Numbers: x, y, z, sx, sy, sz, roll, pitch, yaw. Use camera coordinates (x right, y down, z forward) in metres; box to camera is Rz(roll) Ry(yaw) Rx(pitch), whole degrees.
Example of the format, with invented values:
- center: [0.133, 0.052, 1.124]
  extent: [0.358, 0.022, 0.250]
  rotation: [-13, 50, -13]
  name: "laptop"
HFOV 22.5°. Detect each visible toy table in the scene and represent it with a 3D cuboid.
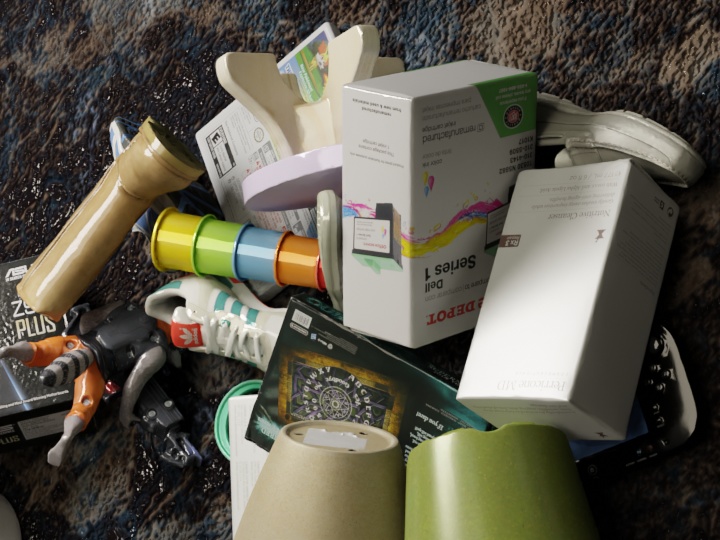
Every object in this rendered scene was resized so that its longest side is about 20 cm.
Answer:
- center: [-0.031, -0.127, 1.544]
  extent: [0.200, 0.183, 0.118]
  rotation: [-16, 79, 43]
  name: "toy table"

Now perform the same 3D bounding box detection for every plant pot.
- center: [0.104, 0.218, 1.327]
  extent: [0.200, 0.200, 0.191]
  rotation: [-22, 64, 32]
  name: "plant pot"
- center: [-0.026, 0.225, 1.405]
  extent: [0.187, 0.187, 0.201]
  rotation: [15, 104, 41]
  name: "plant pot"

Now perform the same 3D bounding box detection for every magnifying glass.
- center: [-0.051, 0.140, 1.595]
  extent: [0.199, 0.022, 0.080]
  rotation: [4, 79, 37]
  name: "magnifying glass"

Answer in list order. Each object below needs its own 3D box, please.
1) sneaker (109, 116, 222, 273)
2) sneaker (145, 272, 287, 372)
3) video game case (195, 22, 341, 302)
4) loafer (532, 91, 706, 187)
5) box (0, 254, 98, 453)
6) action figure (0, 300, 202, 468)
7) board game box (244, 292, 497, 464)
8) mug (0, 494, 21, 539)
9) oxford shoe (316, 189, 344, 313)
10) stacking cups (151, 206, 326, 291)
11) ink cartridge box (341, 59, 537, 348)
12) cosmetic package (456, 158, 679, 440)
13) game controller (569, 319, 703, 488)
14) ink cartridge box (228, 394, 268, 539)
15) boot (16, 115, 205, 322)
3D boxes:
- center: [-0.204, -0.078, 1.750]
  extent: [0.077, 0.075, 0.200]
  rotation: [-58, 40, 24]
  name: "sneaker"
- center: [-0.115, 0.059, 1.612]
  extent: [0.200, 0.093, 0.071]
  rotation: [33, 129, 43]
  name: "sneaker"
- center: [-0.059, -0.101, 1.676]
  extent: [0.182, 0.022, 0.201]
  rotation: [-37, 55, 24]
  name: "video game case"
- center: [0.187, -0.091, 1.441]
  extent: [0.200, 0.070, 0.070]
  rotation: [19, 74, 50]
  name: "loafer"
- center: [-0.370, 0.091, 1.761]
  extent: [0.199, 0.086, 0.164]
  rotation: [-13, 62, -5]
  name: "box"
- center: [-0.219, 0.099, 1.653]
  extent: [0.200, 0.193, 0.105]
  rotation: [43, 136, 14]
  name: "action figure"
- center: [0.008, 0.122, 1.473]
  extent: [0.200, 0.028, 0.136]
  rotation: [29, 111, 22]
  name: "board game box"
- center: [-0.428, 0.283, 1.755]
  extent: [0.200, 0.175, 0.148]
  rotation: [31, 97, 40]
  name: "mug"
- center: [0.000, 0.000, 1.502]
  extent: [0.057, 0.200, 0.075]
  rotation: [-6, 53, 9]
  name: "oxford shoe"
- center: [-0.085, -0.010, 1.615]
  extent: [0.199, 0.060, 0.061]
  rotation: [12, 84, 18]
  name: "stacking cups"
- center: [0.063, -0.054, 1.434]
  extent: [0.084, 0.144, 0.201]
  rotation: [18, 115, 44]
  name: "ink cartridge box"
- center: [0.159, 0.024, 1.380]
  extent: [0.113, 0.081, 0.201]
  rotation: [-5, 59, 42]
  name: "cosmetic package"
- center: [0.172, 0.115, 1.410]
  extent: [0.200, 0.042, 0.105]
  rotation: [-26, 61, 31]
  name: "game controller"
- center: [-0.013, 0.182, 1.533]
  extent: [0.199, 0.047, 0.161]
  rotation: [-4, 84, 20]
  name: "ink cartridge box"
- center: [-0.226, -0.038, 1.621]
  extent: [0.200, 0.066, 0.175]
  rotation: [-51, 10, 2]
  name: "boot"
